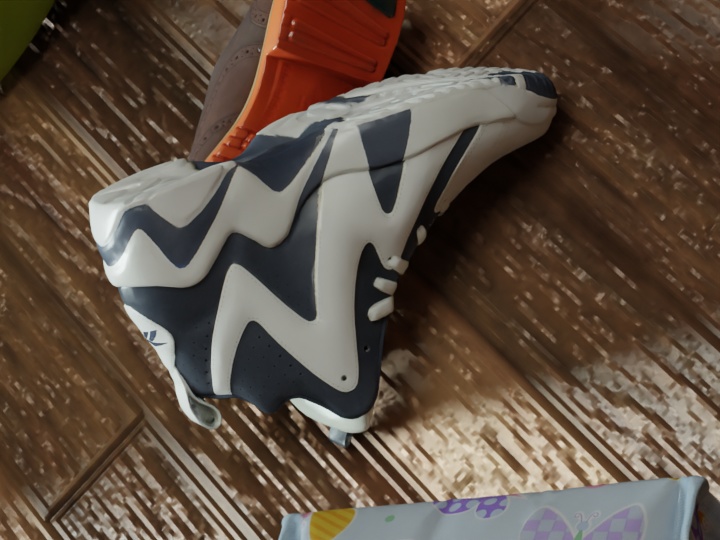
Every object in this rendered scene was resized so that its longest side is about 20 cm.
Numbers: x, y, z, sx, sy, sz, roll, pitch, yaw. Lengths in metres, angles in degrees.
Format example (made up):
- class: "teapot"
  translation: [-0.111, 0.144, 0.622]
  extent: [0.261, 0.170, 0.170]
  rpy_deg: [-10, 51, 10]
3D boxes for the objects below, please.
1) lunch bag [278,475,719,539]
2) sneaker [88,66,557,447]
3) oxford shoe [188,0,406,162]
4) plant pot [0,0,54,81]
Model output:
- class: "lunch bag"
  translation: [0.051, 0.185, 0.893]
  extent: [0.169, 0.127, 0.201]
  rpy_deg: [-9, 52, 26]
- class: "sneaker"
  translation: [0.000, 0.000, 1.060]
  extent: [0.199, 0.130, 0.079]
  rpy_deg: [-22, 15, -23]
- class: "oxford shoe"
  translation: [-0.040, -0.049, 1.121]
  extent: [0.072, 0.071, 0.201]
  rpy_deg: [6, 71, 66]
- class: "plant pot"
  translation: [-0.229, -0.195, 1.223]
  extent: [0.181, 0.200, 0.199]
  rpy_deg: [-32, 55, 7]
